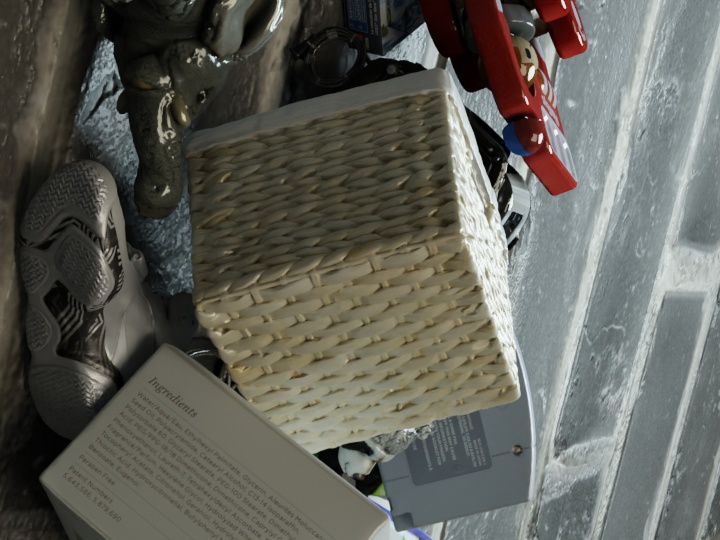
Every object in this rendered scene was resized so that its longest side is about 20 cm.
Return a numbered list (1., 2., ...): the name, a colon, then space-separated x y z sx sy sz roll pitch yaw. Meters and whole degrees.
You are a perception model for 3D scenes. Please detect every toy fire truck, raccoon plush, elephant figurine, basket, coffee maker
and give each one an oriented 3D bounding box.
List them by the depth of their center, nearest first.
1. elephant figurine: -0.121 -0.164 1.035 0.154 0.142 0.201 -28 143 -7
2. basket: 0.000 0.000 1.108 0.199 0.198 0.162 67 12 -46
3. raccoon plush: -0.019 0.059 1.239 0.097 0.133 0.202 -7 90 -64
4. toy fire truck: 0.130 -0.162 1.316 0.200 0.111 0.169 36 37 -67
5. coffee maker: 0.051 -0.101 1.320 0.200 0.134 0.194 18 49 -77

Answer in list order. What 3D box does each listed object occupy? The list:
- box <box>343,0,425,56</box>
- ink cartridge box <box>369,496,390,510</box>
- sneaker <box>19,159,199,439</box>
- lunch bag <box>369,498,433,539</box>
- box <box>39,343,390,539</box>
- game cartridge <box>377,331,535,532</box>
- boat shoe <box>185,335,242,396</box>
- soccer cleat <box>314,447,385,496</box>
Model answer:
1. box: 0.052 -0.285 1.345 0.200 0.040 0.138 -43 140 -42
2. ink cartridge box: 0.063 0.150 1.558 0.116 0.067 0.202 -32 131 -50
3. sneaker: -0.166 0.008 1.087 0.115 0.075 0.202 -32 136 -50
4. lunch bag: 0.010 0.321 1.506 0.200 0.123 0.171 48 63 -43
5. box: -0.094 0.188 1.110 0.131 0.199 0.199 -47 161 -21
6. game cartridge: 0.067 0.095 1.283 0.040 0.132 0.202 3 74 -77
7. boat shoe: -0.094 0.104 1.273 0.067 0.057 0.200 -66 150 -13
8. soccer cleat: 0.032 0.151 1.377 0.067 0.199 0.082 10 75 -41
